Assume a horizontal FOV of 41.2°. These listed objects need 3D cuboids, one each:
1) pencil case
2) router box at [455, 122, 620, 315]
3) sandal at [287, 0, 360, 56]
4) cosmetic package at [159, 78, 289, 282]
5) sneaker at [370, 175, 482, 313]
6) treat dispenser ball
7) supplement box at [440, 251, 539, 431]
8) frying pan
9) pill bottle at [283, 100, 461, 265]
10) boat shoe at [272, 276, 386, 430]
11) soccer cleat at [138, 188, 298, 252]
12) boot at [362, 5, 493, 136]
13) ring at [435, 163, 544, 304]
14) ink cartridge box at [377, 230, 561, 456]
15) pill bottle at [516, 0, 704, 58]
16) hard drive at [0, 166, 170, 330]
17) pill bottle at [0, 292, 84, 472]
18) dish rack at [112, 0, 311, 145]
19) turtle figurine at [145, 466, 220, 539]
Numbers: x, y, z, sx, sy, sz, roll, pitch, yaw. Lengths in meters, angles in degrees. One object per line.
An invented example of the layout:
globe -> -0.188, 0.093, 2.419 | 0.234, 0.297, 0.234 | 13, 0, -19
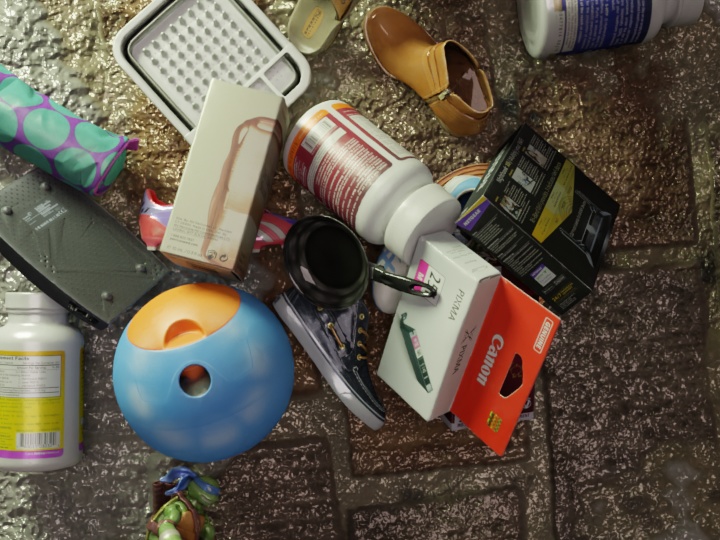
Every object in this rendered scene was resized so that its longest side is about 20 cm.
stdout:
pencil case -> -0.370, -0.167, 1.120 | 0.200, 0.085, 0.092 | 31, 52, -3
router box -> 0.207, -0.064, 1.089 | 0.157, 0.200, 0.052 | 41, 129, -4
sandal -> -0.040, -0.326, 1.100 | 0.080, 0.054, 0.200 | 45, 132, 11
cosmetic package -> -0.148, -0.097, 1.068 | 0.087, 0.103, 0.200 | 14, 83, 2
sneaker -> 0.086, -0.031, 1.129 | 0.072, 0.072, 0.200 | 41, 86, -26
treat dispenser ball -> -0.174, 0.114, 1.072 | 0.201, 0.201, 0.201 | 0, 89, -3
supplement box -> 0.148, 0.080, 1.122 | 0.109, 0.061, 0.200 | -6, 108, -15
frying pan -> -0.006, -0.016, 1.071 | 0.190, 0.031, 0.115 | -10, 105, 34
pill bottle -> 0.013, -0.100, 1.093 | 0.110, 0.110, 0.200 | -47, 64, -3
boat shoe -> -0.012, 0.090, 1.144 | 0.091, 0.071, 0.200 | -37, 89, 1
soccer cleat -> -0.164, -0.060, 1.141 | 0.200, 0.067, 0.077 | -1, 94, 0
boot -> 0.083, -0.245, 1.112 | 0.074, 0.155, 0.200 | -43, 92, -3
ring -> 0.157, -0.032, 1.183 | 0.200, 0.019, 0.201 | 0, 89, -4
ink cartridge box -> 0.110, 0.086, 1.043 | 0.044, 0.174, 0.200 | -15, 133, -39
pill bottle -> 0.298, -0.326, 1.144 | 0.200, 0.120, 0.120 | -9, 90, -3
hard drive -> -0.335, -0.025, 1.106 | 0.200, 0.135, 0.042 | 40, 130, 0
pill bottle -> -0.374, 0.125, 1.107 | 0.104, 0.104, 0.200 | 1, 89, -3
dish rack -> -0.177, -0.248, 1.153 | 0.172, 0.044, 0.200 | -42, 92, -2
turtle figurine -> -0.200, 0.349, 1.097 | 0.200, 0.144, 0.194 | 40, 91, 1
